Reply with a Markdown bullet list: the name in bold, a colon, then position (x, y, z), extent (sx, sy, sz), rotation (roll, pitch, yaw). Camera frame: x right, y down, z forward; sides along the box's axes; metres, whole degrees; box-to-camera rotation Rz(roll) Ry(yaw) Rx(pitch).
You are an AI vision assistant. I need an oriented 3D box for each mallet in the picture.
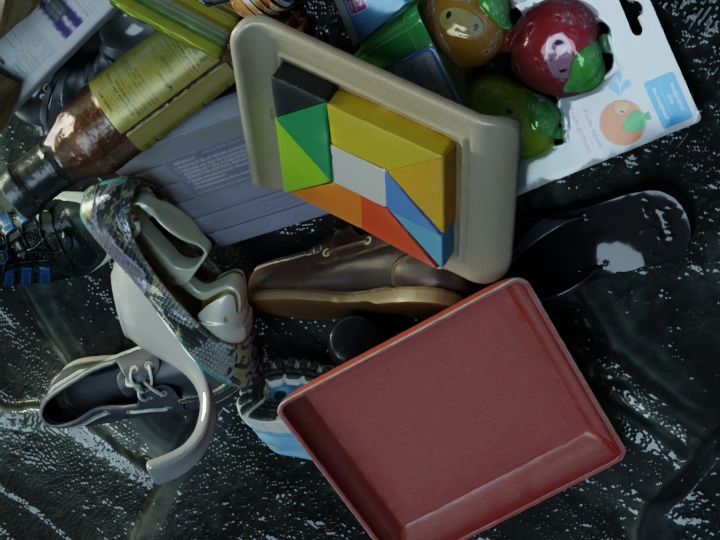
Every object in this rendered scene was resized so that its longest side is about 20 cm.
- **mallet**: position (0.071, 0.070, 1.256), extent (0.199, 0.066, 0.041), rotation (10, 81, -6)

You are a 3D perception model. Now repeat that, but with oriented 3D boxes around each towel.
- **towel**: position (-0.090, -0.250, 1.127), extent (0.086, 0.018, 0.201), rotation (27, 88, -13)

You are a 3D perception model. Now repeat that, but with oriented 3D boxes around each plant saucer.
- **plant saucer**: position (0.067, 0.108, 1.210), extent (0.199, 0.037, 0.200), rotation (-28, 126, 8)

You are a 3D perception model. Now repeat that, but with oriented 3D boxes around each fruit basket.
- **fruit basket**: position (0.103, -0.143, 1.123), extent (0.199, 0.094, 0.186), rotation (-20, 105, 25)

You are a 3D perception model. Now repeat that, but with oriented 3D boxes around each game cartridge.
- **game cartridge**: position (-0.073, -0.083, 1.223), extent (0.199, 0.039, 0.130), rotation (-16, 134, 28)

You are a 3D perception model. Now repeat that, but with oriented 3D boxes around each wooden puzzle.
- **wooden puzzle**: position (0.008, -0.072, 1.109), extent (0.199, 0.037, 0.185), rotation (22, 151, 16)

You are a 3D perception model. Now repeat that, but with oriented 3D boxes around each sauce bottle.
- **sauce bottle**: position (-0.169, -0.112, 1.172), extent (0.199, 0.066, 0.066), rotation (-35, 99, 3)

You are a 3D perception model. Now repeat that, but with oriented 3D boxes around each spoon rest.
- **spoon rest**: position (-0.152, 0.062, 1.289), extent (0.060, 0.201, 0.100), rotation (-12, 156, -3)

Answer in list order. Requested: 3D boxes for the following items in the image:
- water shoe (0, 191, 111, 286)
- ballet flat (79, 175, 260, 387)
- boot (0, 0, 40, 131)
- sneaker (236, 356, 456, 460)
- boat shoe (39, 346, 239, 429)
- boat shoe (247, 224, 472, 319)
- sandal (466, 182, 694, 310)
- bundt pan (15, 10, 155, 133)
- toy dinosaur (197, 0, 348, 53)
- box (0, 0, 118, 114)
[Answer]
- **water shoe**: position (-0.287, -0.010, 1.353), extent (0.199, 0.079, 0.072), rotation (-10, 110, 26)
- **ballet flat**: position (-0.126, 0.008, 1.239), extent (0.072, 0.072, 0.201), rotation (-27, 114, 30)
- **boot**: position (-0.295, -0.197, 1.142), extent (0.143, 0.071, 0.202), rotation (26, 126, 6)
- **sneaker**: position (0.008, 0.115, 1.307), extent (0.199, 0.079, 0.090), rotation (1, 141, 16)
- **boat shoe**: position (-0.177, 0.096, 1.367), extent (0.199, 0.063, 0.073), rotation (-13, 106, 26)
- **boat shoe**: position (0.000, 0.000, 1.250), extent (0.199, 0.070, 0.071), rotation (-2, 75, 34)
- **sandal**: position (0.142, -0.011, 1.196), extent (0.199, 0.043, 0.076), rotation (-25, 102, 30)
- **bundt pan**: position (-0.209, -0.183, 1.243), extent (0.200, 0.076, 0.203), rotation (9, 116, 19)
- **toy dinosaur**: position (-0.048, -0.206, 1.095), extent (0.135, 0.102, 0.200), rotation (-34, 114, 16)
- **box**: position (-0.254, -0.208, 1.184), extent (0.200, 0.036, 0.145), rotation (-37, 96, 30)
